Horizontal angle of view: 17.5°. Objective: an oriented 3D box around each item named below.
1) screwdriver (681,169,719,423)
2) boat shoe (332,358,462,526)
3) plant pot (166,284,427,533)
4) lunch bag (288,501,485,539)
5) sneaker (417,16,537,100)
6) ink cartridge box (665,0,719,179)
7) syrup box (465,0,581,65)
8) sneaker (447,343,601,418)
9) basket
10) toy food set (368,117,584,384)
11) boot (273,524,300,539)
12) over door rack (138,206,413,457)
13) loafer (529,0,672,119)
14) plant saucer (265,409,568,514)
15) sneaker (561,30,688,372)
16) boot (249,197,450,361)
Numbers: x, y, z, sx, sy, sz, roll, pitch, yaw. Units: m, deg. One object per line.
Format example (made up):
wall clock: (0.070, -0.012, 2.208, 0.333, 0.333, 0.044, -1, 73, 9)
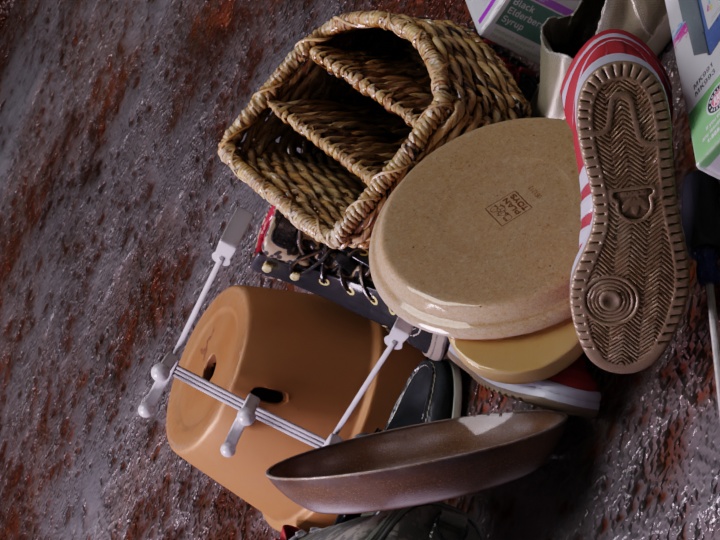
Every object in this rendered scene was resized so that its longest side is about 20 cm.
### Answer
screwdriver: (0.210, 0.020, 1.398, 0.029, 0.028, 0.200, 93, 178, -49)
boat shoe: (0.013, 0.150, 1.682, 0.200, 0.066, 0.074, -69, 21, -3)
plant pot: (-0.058, 0.099, 1.804, 0.200, 0.140, 0.200, -49, 29, 40)
lunch bag: (0.000, 0.241, 1.533, 0.200, 0.139, 0.168, -29, 40, 60)
sneaker: (0.081, -0.127, 1.809, 0.200, 0.079, 0.096, -112, 33, -69)
ink cartridge box: (0.256, -0.156, 1.373, 0.145, 0.087, 0.200, -52, 25, 37)
syrup box: (0.123, -0.236, 1.777, 0.082, 0.079, 0.200, -56, 24, 25)
sneaker: (0.119, 0.027, 1.545, 0.113, 0.071, 0.200, -70, 19, 4)
basket: (0.009, -0.110, 1.673, 0.200, 0.149, 0.143, 42, 125, 54)
toy food set: (0.103, -0.025, 1.519, 0.198, 0.049, 0.200, -43, 46, -20)
boot: (-0.082, 0.270, 1.780, 0.200, 0.072, 0.145, -19, 57, 53)
over door rack: (-0.063, 0.067, 1.640, 0.200, 0.148, 0.067, -61, 4, 42)
loafer: (0.150, -0.141, 1.635, 0.200, 0.068, 0.076, -56, 24, 28)
plant saucer: (0.039, 0.125, 1.518, 0.200, 0.200, 0.032, -3, 99, 67)
sneaker: (0.159, -0.047, 1.419, 0.113, 0.071, 0.200, -83, -8, -66)
boot: (0.000, 0.000, 1.700, 0.200, 0.150, 0.073, -116, 49, -81)
